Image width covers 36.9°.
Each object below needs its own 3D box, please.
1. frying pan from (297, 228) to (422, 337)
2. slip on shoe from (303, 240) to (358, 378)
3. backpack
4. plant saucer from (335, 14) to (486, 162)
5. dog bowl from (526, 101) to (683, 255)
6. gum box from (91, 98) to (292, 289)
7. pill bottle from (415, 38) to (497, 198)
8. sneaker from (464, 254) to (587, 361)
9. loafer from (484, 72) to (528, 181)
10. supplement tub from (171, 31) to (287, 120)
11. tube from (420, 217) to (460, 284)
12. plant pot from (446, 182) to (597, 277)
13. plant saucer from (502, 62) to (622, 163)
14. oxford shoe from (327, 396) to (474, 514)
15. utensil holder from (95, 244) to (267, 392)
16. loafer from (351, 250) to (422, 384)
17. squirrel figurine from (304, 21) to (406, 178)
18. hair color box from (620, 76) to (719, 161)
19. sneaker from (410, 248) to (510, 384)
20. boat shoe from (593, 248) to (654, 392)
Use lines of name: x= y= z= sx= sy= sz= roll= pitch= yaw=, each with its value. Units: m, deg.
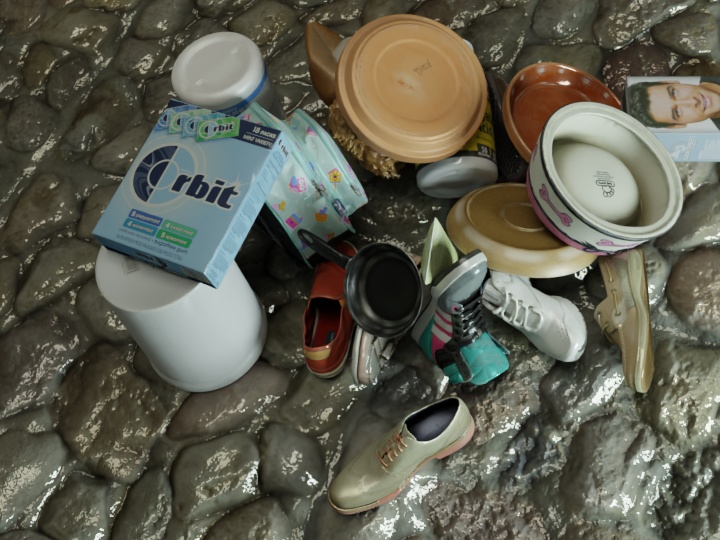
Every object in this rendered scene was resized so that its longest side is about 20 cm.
frying pan: x=0.000 y=0.017 z=1.325 sx=0.189 sy=0.031 sz=0.116 roll=11 pitch=100 yaw=35
slip on shoe: x=-0.037 y=0.040 z=1.405 sx=0.074 sy=0.061 sz=0.201 roll=-1 pitch=55 yaw=17
backpack: x=-0.098 y=-0.126 z=1.414 sx=0.153 sy=0.200 sz=0.176 roll=-43 pitch=37 yaw=2
plant saucer: x=0.068 y=-0.237 z=1.376 sx=0.199 sy=0.032 sz=0.202 roll=4 pitch=73 yaw=-14
dog bowl: x=0.294 y=-0.107 z=1.335 sx=0.199 sy=0.074 sz=0.201 roll=11 pitch=57 yaw=-18
gum box: x=-0.200 y=-0.096 z=1.291 sx=0.169 sy=0.045 sz=0.201 roll=19 pitch=70 yaw=24
pill bottle: x=0.123 y=-0.210 z=1.468 sx=0.111 sy=0.111 sz=0.201 roll=-8 pitch=72 yaw=9
sneaker: x=0.193 y=0.045 z=1.319 sx=0.200 sy=0.087 sz=0.075 roll=43 pitch=119 yaw=38
loafer: x=0.209 y=-0.195 z=1.499 sx=0.071 sy=0.073 sz=0.201 roll=5 pitch=49 yaw=-26
supplement tub: x=-0.176 y=-0.225 z=1.526 sx=0.131 sy=0.200 sz=0.133 roll=-7 pitch=56 yaw=10
tube: x=0.095 y=-0.013 z=1.321 sx=0.052 sy=0.200 sz=0.058 roll=-33 pitch=81 yaw=5
plant pot: x=0.210 y=-0.060 z=1.375 sx=0.199 sy=0.028 sz=0.201 roll=4 pitch=36 yaw=-3
plant saucer: x=0.278 y=-0.190 z=1.442 sx=0.199 sy=0.032 sz=0.201 roll=11 pitch=58 yaw=-18
oxford shoe: x=0.041 y=0.210 z=1.268 sx=0.200 sy=0.074 sz=0.071 roll=-35 pitch=56 yaw=-9
utensil holder: x=-0.224 y=0.035 z=1.373 sx=0.169 sy=0.200 sz=0.171 roll=-6 pitch=57 yaw=9
loafer: x=0.036 y=0.055 z=1.375 sx=0.062 sy=0.072 sz=0.201 roll=6 pitch=57 yaw=12
squirrel figurine: x=0.002 y=-0.217 z=1.486 sx=0.141 sy=0.187 sz=0.201 roll=-3 pitch=62 yaw=2
hair color box: x=0.449 y=-0.200 z=1.420 sx=0.199 sy=0.061 sz=0.100 roll=0 pitch=58 yaw=5
sneaker: x=0.130 y=0.070 z=1.275 sx=0.083 sy=0.200 sz=0.121 roll=-29 pitch=69 yaw=-26
boat shoe: x=0.316 y=0.060 z=1.300 sx=0.065 sy=0.072 sz=0.201 roll=-6 pitch=51 yaw=17
